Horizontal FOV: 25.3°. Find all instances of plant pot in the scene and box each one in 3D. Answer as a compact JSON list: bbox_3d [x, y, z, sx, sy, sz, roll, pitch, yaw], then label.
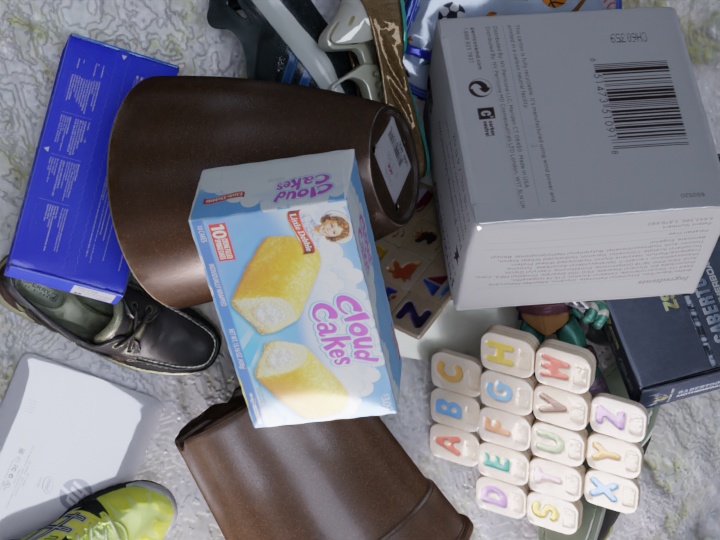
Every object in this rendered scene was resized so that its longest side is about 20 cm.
[{"bbox_3d":[-0.042,0.183,1.331,0.200,0.200,0.199,-33,96,-8],"label":"plant pot"},{"bbox_3d":[-0.063,-0.072,1.248,0.199,0.187,0.188,-6,100,25],"label":"plant pot"}]

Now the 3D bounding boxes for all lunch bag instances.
[{"bbox_3d":[0.124,-0.197,1.381,0.199,0.076,0.161,17,94,-14],"label":"lunch bag"}]

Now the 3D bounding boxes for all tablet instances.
[{"bbox_3d":[-0.262,0.182,1.361,0.130,0.014,0.200,22,91,-16],"label":"tablet"}]

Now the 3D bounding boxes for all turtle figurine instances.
[{"bbox_3d":[0.155,0.030,1.366,0.101,0.149,0.201,-36,121,-45],"label":"turtle figurine"}]

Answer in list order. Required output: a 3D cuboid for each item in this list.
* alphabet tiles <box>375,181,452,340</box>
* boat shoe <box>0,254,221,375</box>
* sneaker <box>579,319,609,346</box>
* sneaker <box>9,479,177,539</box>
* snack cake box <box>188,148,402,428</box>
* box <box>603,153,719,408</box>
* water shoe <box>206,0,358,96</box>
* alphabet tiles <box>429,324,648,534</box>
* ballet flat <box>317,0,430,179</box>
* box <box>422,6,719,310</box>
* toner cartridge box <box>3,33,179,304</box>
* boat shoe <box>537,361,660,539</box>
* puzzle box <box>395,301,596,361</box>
[{"bbox_3d":[0.000,0.000,1.315,0.200,0.167,0.008,-51,148,-23],"label":"alphabet tiles"},{"bbox_3d":[-0.208,0.041,1.330,0.200,0.066,0.072,23,91,-15],"label":"boat shoe"},{"bbox_3d":[0.290,0.026,1.432,0.199,0.079,0.076,-12,103,-21],"label":"sneaker"},{"bbox_3d":[-0.240,0.241,1.327,0.200,0.076,0.076,-27,101,-11],"label":"sneaker"},{"bbox_3d":[-0.043,0.017,1.175,0.115,0.067,0.200,-7,126,10],"label":"snack cake box"},{"bbox_3d":[0.279,0.007,1.381,0.157,0.051,0.200,-14,63,-5],"label":"box"},{"bbox_3d":[-0.052,-0.166,1.353,0.079,0.072,0.200,-24,113,25],"label":"water shoe"},{"bbox_3d":[0.148,0.140,1.375,0.195,0.015,0.200,16,128,22],"label":"alphabet tiles"},{"bbox_3d":[0.005,-0.163,1.306,0.072,0.068,0.201,-10,93,-24],"label":"ballet flat"},{"bbox_3d":[0.162,-0.089,1.261,0.199,0.131,0.199,-4,58,-6],"label":"box"},{"bbox_3d":[-0.216,-0.082,1.295,0.095,0.043,0.201,17,74,-16],"label":"toner cartridge box"},{"bbox_3d":[0.220,0.171,1.456,0.072,0.061,0.202,25,86,23],"label":"boat shoe"},{"bbox_3d":[0.122,0.025,1.431,0.199,0.025,0.133,11,93,-15],"label":"puzzle box"}]
